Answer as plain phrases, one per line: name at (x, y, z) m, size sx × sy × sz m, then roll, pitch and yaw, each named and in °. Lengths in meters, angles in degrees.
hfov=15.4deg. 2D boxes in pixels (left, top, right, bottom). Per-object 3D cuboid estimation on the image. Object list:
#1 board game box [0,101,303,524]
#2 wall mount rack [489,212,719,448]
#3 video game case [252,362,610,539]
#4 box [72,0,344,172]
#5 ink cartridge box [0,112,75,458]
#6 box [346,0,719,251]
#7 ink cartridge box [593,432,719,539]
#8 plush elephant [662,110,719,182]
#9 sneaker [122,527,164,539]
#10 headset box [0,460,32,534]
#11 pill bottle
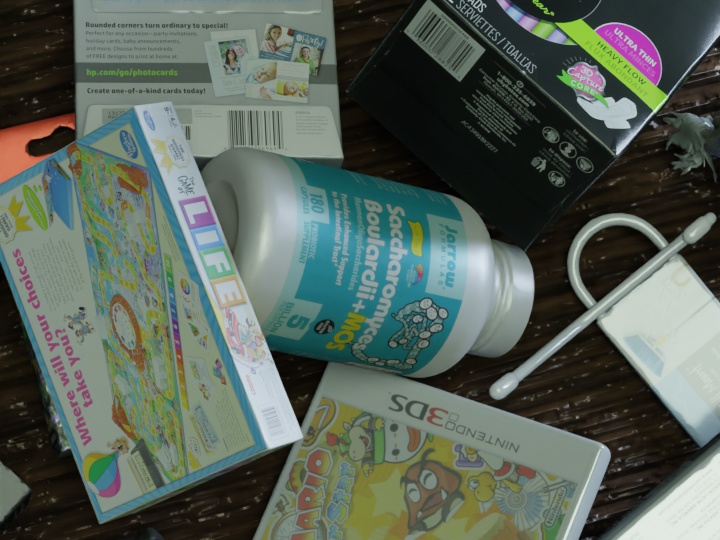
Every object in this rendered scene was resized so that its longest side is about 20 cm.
board game box at (-0.125, 0.024, 1.472) m, size 0.034 × 0.134 × 0.200 m, roll -14°, pitch 81°, yaw -54°
wall mount rack at (0.179, 0.065, 1.587) m, size 0.174 × 0.075 × 0.200 m, roll -39°, pitch 87°, yaw -4°
video game case at (0.025, 0.166, 1.529) m, size 0.182 × 0.023 × 0.200 m, roll 17°, pitch 77°, yaw 25°
box at (-0.093, -0.149, 1.576) m, size 0.156 × 0.041 × 0.200 m, roll -1°, pitch 68°, yaw -9°
ink cartridge box at (-0.151, 0.000, 1.558) m, size 0.109 × 0.050 × 0.200 m, roll -14°, pitch 84°, yaw -11°
box at (0.119, -0.143, 1.556) m, size 0.149 × 0.124 × 0.200 m, roll 42°, pitch 54°, yaw 0°
ink cartridge box at (0.238, 0.198, 1.525) m, size 0.162 × 0.050 × 0.200 m, roll -39°, pitch 91°, yaw -7°
plush elephant at (0.300, -0.075, 1.597) m, size 0.155 × 0.200 × 0.165 m, roll 0°, pitch 94°, yaw -31°
sneaker at (-0.144, 0.249, 1.510) m, size 0.091 × 0.076 × 0.200 m, roll -6°, pitch 67°, yaw 4°
headset box at (-0.314, 0.142, 1.488) m, size 0.174 × 0.093 × 0.200 m, roll 43°, pitch 78°, yaw 1°
pill bottle at (0.000, 0.000, 1.536) m, size 0.200 × 0.111 × 0.111 m, roll 11°, pitch 78°, yaw -30°
